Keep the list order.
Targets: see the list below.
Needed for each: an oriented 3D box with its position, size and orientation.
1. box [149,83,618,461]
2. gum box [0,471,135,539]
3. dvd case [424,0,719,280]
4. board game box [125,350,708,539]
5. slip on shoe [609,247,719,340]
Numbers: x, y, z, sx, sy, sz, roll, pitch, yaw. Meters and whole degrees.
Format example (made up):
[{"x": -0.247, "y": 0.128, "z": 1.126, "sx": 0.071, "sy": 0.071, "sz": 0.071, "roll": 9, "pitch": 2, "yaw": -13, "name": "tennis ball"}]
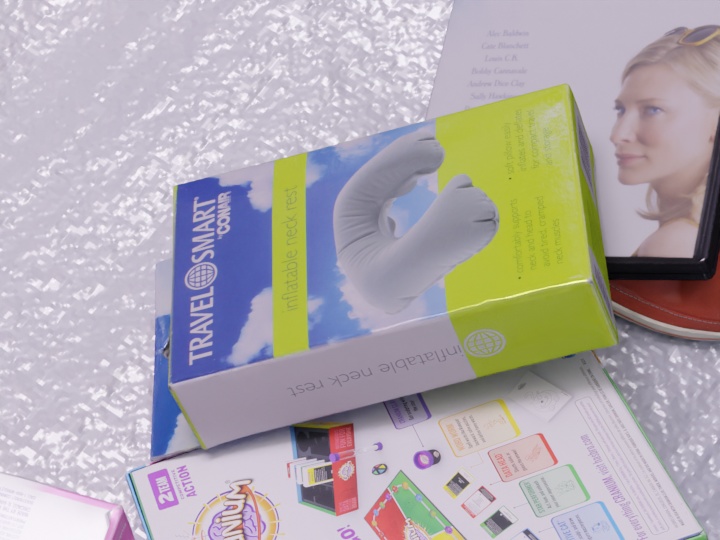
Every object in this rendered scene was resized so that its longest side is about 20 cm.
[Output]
[{"x": 0.000, "y": 0.000, "z": 1.073, "sx": 0.200, "sy": 0.048, "sz": 0.122, "roll": -15, "pitch": 43, "yaw": 12, "name": "box"}, {"x": -0.178, "y": 0.118, "z": 1.030, "sx": 0.200, "sy": 0.114, "sz": 0.066, "roll": 15, "pitch": 66, "yaw": 11, "name": "gum box"}, {"x": 0.100, "y": -0.085, "z": 1.141, "sx": 0.142, "sy": 0.018, "sz": 0.200, "roll": 0, "pitch": 60, "yaw": 24, "name": "dvd case"}, {"x": 0.020, "y": 0.105, "z": 1.031, "sx": 0.200, "sy": 0.040, "sz": 0.153, "roll": -18, "pitch": 36, "yaw": -5, "name": "board game box"}, {"x": 0.184, "y": -0.007, "z": 1.099, "sx": 0.200, "sy": 0.061, "sz": 0.074, "roll": 8, "pitch": 67, "yaw": 13, "name": "slip on shoe"}]
